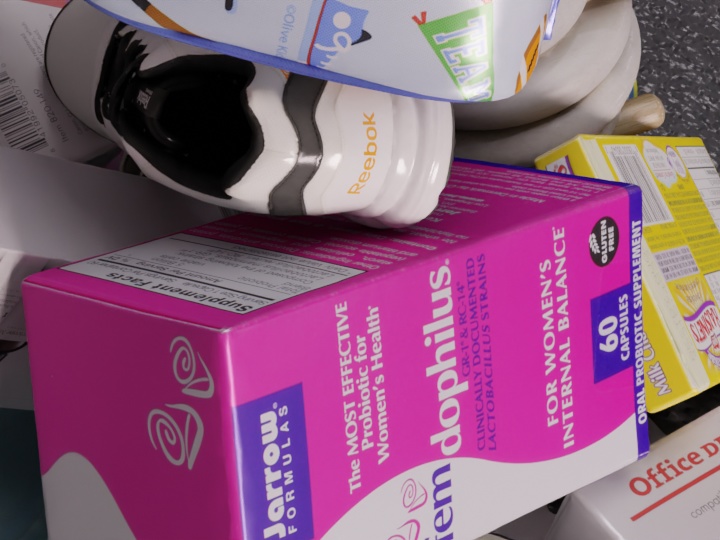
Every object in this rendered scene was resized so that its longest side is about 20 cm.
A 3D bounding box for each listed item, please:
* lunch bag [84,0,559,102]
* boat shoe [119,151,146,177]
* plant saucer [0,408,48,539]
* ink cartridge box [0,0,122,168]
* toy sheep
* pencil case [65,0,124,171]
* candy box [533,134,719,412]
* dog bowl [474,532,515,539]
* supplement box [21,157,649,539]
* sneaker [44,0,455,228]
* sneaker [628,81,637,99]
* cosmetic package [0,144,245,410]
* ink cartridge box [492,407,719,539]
[{"bbox_3d":[-0.004,-0.116,0.657,0.159,0.076,0.200,12,21,1],"label":"lunch bag"},{"bbox_3d":[0.000,0.000,0.797,0.199,0.067,0.057,27,18,-24],"label":"boat shoe"},{"bbox_3d":[-0.187,0.047,0.746,0.198,0.028,0.201,11,44,-11],"label":"plant saucer"},{"bbox_3d":[-0.193,-0.052,0.745,0.199,0.067,0.117,-29,87,-40],"label":"ink cartridge box"},{"bbox_3d":[0.052,-0.094,0.827,0.136,0.201,0.139,-5,48,5],"label":"toy sheep"},{"bbox_3d":[-0.093,-0.080,0.870,0.199,0.088,0.087,37,46,15],"label":"pencil case"},{"bbox_3d":[0.127,-0.004,0.822,0.103,0.026,0.200,68,21,6],"label":"candy box"},{"bbox_3d":[0.022,0.182,0.660,0.198,0.074,0.201,10,44,-10],"label":"dog bowl"},{"bbox_3d":[-0.002,0.034,0.683,0.199,0.102,0.103,-19,21,-41],"label":"supplement box"},{"bbox_3d":[-0.057,-0.065,0.687,0.079,0.074,0.199,-2,14,-39],"label":"sneaker"},{"bbox_3d":[0.029,-0.106,0.947,0.199,0.074,0.082,28,46,9],"label":"sneaker"},{"bbox_3d":[-0.118,0.005,0.689,0.199,0.082,0.051,10,47,-49],"label":"cosmetic package"},{"bbox_3d":[0.143,0.121,0.759,0.115,0.067,0.200,-23,59,-36],"label":"ink cartridge box"}]
